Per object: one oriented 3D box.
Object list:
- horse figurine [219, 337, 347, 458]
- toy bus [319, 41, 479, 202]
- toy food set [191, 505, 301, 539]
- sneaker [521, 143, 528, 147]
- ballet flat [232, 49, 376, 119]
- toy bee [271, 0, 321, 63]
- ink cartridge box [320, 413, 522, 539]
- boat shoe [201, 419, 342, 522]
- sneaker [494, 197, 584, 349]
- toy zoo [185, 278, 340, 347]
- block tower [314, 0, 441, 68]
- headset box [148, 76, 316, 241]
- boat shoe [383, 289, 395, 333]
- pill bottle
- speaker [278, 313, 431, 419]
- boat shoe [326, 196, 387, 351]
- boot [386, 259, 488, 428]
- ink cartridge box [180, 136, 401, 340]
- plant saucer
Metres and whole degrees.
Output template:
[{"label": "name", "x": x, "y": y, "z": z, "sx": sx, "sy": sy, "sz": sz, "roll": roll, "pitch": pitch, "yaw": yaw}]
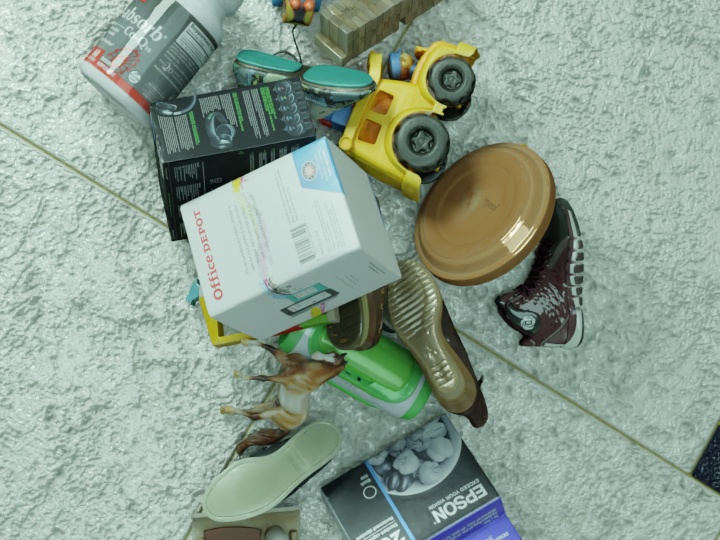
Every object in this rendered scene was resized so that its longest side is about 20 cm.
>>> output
[{"label": "horse figurine", "x": -0.103, "y": 0.157, "z": 1.688, "sx": 0.131, "sy": 0.050, "sz": 0.202, "roll": 9, "pitch": 129, "yaw": -13}, {"label": "toy bus", "x": 0.040, "y": -0.213, "z": 1.699, "sx": 0.190, "sy": 0.136, "sz": 0.202, "roll": 24, "pitch": 86, "yaw": 5}, {"label": "toy food set", "x": -0.141, "y": 0.405, "z": 1.716, "sx": 0.141, "sy": 0.060, "sz": 0.203, "roll": -3, "pitch": 93, "yaw": -11}, {"label": "sneaker", "x": 0.158, "y": -0.087, "z": 1.752, "sx": 0.200, "sy": 0.073, "sz": 0.077, "roll": -44, "pitch": 100, "yaw": -17}, {"label": "ballet flat", "x": -0.068, "y": -0.224, "z": 1.656, "sx": 0.198, "sy": 0.074, "sz": 0.075, "roll": 17, "pitch": 89, "yaw": 26}, {"label": "toy bee", "x": -0.068, "y": -0.349, "z": 1.670, "sx": 0.129, "sy": 0.109, "sz": 0.203, "roll": -15, "pitch": 94, "yaw": -10}, {"label": "ink cartridge box", "x": 0.076, "y": 0.311, "z": 1.704, "sx": 0.197, "sy": 0.044, "sz": 0.201, "roll": -29, "pitch": 55, "yaw": -8}, {"label": "boat shoe", "x": -0.113, "y": 0.261, "z": 1.710, "sx": 0.198, "sy": 0.066, "sz": 0.075, "roll": -36, "pitch": 78, "yaw": -17}, {"label": "sneaker", "x": 0.232, "y": 0.009, "z": 1.766, "sx": 0.114, "sy": 0.076, "sz": 0.203, "roll": -5, "pitch": 94, "yaw": -8}, {"label": "toy zoo", "x": -0.127, "y": 0.019, "z": 1.670, "sx": 0.197, "sy": 0.020, "sz": 0.133, "roll": -13, "pitch": 74, "yaw": 18}, {"label": "block tower", "x": 0.033, "y": -0.336, "z": 1.684, "sx": 0.199, "sy": 0.058, "sz": 0.054, "roll": -38, "pitch": 65, "yaw": -22}, {"label": "headset box", "x": -0.147, "y": -0.135, "z": 1.623, "sx": 0.197, "sy": 0.175, "sz": 0.094, "roll": -12, "pitch": 62, "yaw": -10}, {"label": "boat shoe", "x": -0.019, "y": 0.011, "z": 1.734, "sx": 0.062, "sy": 0.073, "sz": 0.200, "roll": -33, "pitch": 109, "yaw": 35}, {"label": "pill bottle", "x": -0.240, "y": -0.285, "z": 1.636, "sx": 0.116, "sy": 0.116, "sz": 0.201, "roll": 39, "pitch": 85, "yaw": -10}, {"label": "speaker", "x": -0.004, "y": 0.113, "z": 1.717, "sx": 0.199, "sy": 0.088, "sz": 0.089, "roll": 31, "pitch": 87, "yaw": -11}, {"label": "boat shoe", "x": 0.000, "y": 0.000, "z": 1.667, "sx": 0.067, "sy": 0.071, "sz": 0.203, "roll": 11, "pitch": 79, "yaw": -51}, {"label": "boot", "x": 0.100, "y": 0.098, "z": 1.714, "sx": 0.072, "sy": 0.166, "sz": 0.202, "roll": -24, "pitch": 65, "yaw": 9}, {"label": "ink cartridge box", "x": -0.082, "y": -0.032, "z": 1.572, "sx": 0.198, "sy": 0.146, "sz": 0.148, "roll": -23, "pitch": 69, "yaw": 15}, {"label": "plant saucer", "x": 0.151, "y": -0.076, "z": 1.677, "sx": 0.201, "sy": 0.200, "sz": 0.032, "roll": -54, "pitch": 133, "yaw": -4}]
